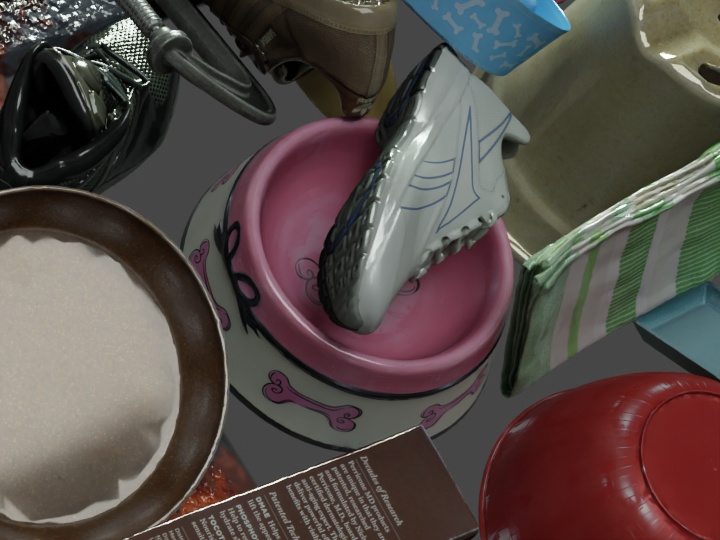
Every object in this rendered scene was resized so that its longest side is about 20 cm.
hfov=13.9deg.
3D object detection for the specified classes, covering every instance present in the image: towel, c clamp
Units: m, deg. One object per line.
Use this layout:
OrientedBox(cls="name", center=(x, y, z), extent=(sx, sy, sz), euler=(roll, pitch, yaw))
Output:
OrientedBox(cls="towel", center=(0.170, -0.009, 1.694), extent=(0.200, 0.153, 0.023), euler=(-30, 66, -18))
OrientedBox(cls="c clamp", center=(-0.131, -0.158, 1.690), extent=(0.200, 0.027, 0.171), euler=(49, 11, 27))

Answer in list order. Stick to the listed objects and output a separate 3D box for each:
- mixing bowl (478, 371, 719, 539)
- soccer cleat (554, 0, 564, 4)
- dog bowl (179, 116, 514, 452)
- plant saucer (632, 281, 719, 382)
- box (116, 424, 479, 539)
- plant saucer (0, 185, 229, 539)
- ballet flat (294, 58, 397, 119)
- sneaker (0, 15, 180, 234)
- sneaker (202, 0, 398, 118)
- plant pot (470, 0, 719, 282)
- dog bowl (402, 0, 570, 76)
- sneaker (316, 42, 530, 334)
OrientedBox(cls="mixing bowl", center=(0.178, 0.134, 1.673), extent=(0.199, 0.108, 0.201), euler=(11, 59, -18))
OrientedBox(cls="soccer cleat", center=(0.079, -0.215, 1.836), extent=(0.199, 0.087, 0.070), euler=(-2, 45, -26))
OrientedBox(cls="dog bowl", center=(0.000, 0.000, 1.690), extent=(0.199, 0.074, 0.201), euler=(11, 57, -18))
OrientedBox(cls="plant saucer", center=(0.252, 0.070, 1.733), extent=(0.070, 0.019, 0.200), euler=(-24, 43, -35))
OrientedBox(cls="box", center=(-0.047, 0.159, 1.559), extent=(0.199, 0.100, 0.075), euler=(-17, 70, -32))
OrientedBox(cls="plant saucer", center=(-0.168, 0.056, 1.578), extent=(0.200, 0.034, 0.201), euler=(6, 77, -25))
OrientedBox(cls="ballet flat", center=(-0.030, -0.173, 1.783), extent=(0.068, 0.063, 0.200), euler=(-20, 72, -34))
OrientedBox(cls="sneaker", center=(-0.147, -0.097, 1.655), extent=(0.076, 0.114, 0.199), euler=(39, 47, 2))
OrientedBox(cls="sneaker", center=(-0.059, -0.150, 1.729), extent=(0.070, 0.076, 0.200), euler=(-11, 28, -38))
OrientedBox(cls="plant pot", center=(0.182, -0.106, 1.767), extent=(0.200, 0.184, 0.201), euler=(11, 58, -19))
OrientedBox(cls="dog bowl", center=(0.035, -0.191, 1.715), extent=(0.200, 0.050, 0.111), euler=(45, 14, 12))
OrientedBox(cls="sneaker", center=(0.040, -0.039, 1.644), extent=(0.087, 0.075, 0.200), euler=(34, 54, -10))
